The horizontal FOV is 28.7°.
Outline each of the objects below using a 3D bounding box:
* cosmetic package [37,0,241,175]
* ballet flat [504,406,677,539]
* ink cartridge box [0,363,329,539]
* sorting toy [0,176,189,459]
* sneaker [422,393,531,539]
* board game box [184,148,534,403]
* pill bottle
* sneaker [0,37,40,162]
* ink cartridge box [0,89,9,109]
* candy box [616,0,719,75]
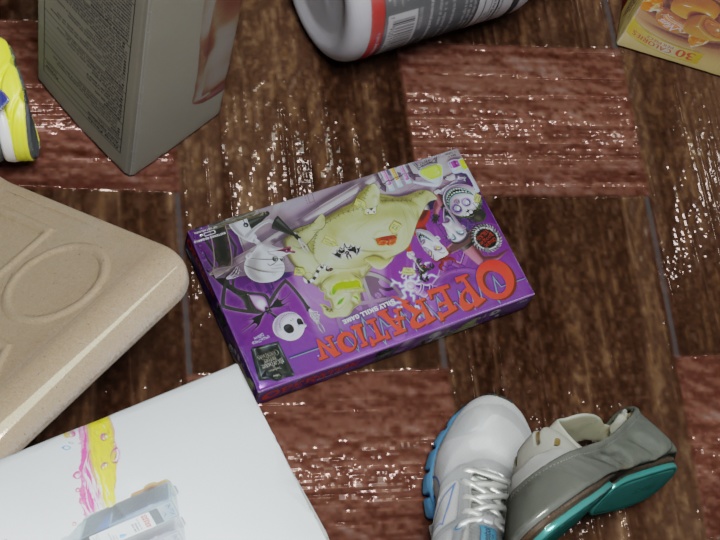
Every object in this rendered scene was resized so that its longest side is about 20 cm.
[{"bbox_3d":[-0.136,-0.163,0.869,0.087,0.200,0.103,-38,78,-27],"label":"cosmetic package"},{"bbox_3d":[0.122,0.119,0.823,0.064,0.067,0.200,50,27,20],"label":"ballet flat"},{"bbox_3d":[-0.128,0.168,0.735,0.200,0.145,0.145,-20,69,-22],"label":"ink cartridge box"},{"bbox_3d":[-0.223,0.030,0.814,0.200,0.037,0.185,24,56,35],"label":"sorting toy"},{"bbox_3d":[0.071,0.157,0.818,0.075,0.087,0.200,15,60,-3],"label":"sneaker"},{"bbox_3d":[0.000,0.000,0.916,0.200,0.032,0.120,-19,73,-21],"label":"board game box"},{"bbox_3d":[0.056,-0.227,0.992,0.200,0.116,0.116,-20,70,-21],"label":"pill bottle"},{"bbox_3d":[-0.273,-0.150,0.904,0.085,0.075,0.200,-20,66,-15],"label":"sneaker"},{"bbox_3d":[-0.351,-0.104,0.847,0.196,0.043,0.200,44,85,12],"label":"ink cartridge box"},{"bbox_3d":[0.302,-0.188,1.026,0.200,0.115,0.055,15,62,-4],"label":"candy box"}]
